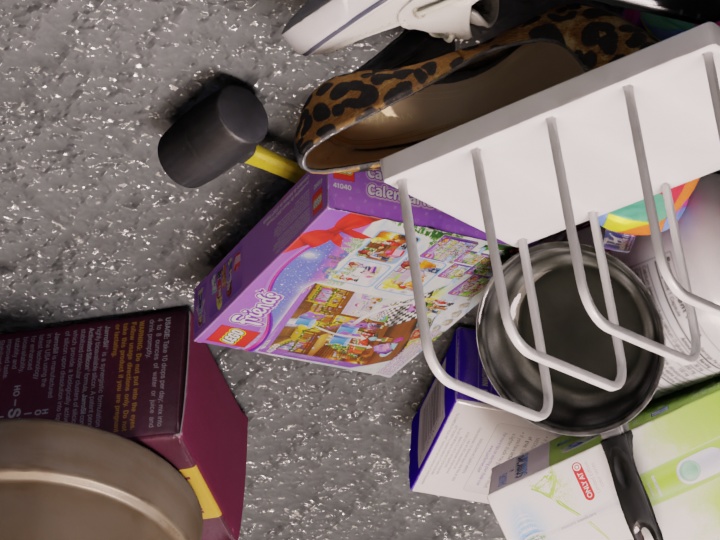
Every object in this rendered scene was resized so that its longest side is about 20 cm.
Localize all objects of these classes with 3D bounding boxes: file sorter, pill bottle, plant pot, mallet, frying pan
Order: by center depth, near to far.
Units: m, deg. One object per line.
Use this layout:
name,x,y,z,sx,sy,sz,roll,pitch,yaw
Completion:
file sorter,0.137,-0.018,1.542,0.199,0.125,0.139,-22,155,28
frying pan,0.147,0.065,1.705,0.190,0.031,0.115,47,117,4
mallet,-0.018,-0.056,1.746,0.199,0.041,0.066,17,144,-25
pill bottle,0.184,0.011,1.755,0.199,0.114,0.113,-23,136,29
plant pot,-0.201,0.218,1.831,0.199,0.174,0.201,2,143,2

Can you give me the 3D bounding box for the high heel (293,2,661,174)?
high heel,0.068,-0.081,1.566,0.199,0.143,0.072,7,126,37

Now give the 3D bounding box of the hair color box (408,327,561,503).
hair color box,0.141,0.106,1.926,0.199,0.065,0.110,12,141,-10

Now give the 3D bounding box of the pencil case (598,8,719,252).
pencil case,0.166,-0.101,1.635,0.088,0.089,0.200,10,140,-10

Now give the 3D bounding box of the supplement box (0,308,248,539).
supplement box,-0.186,0.112,1.918,0.199,0.104,0.131,-8,140,13

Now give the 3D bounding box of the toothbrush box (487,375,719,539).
toothbrush box,0.194,0.149,1.772,0.199,0.086,0.146,-24,95,8

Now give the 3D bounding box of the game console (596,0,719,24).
game console,0.117,-0.231,1.444,0.199,0.177,0.116,12,170,-12

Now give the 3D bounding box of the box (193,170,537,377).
box,0.000,0.000,1.776,0.136,0.039,0.200,11,152,-23

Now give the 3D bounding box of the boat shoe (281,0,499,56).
boat shoe,0.048,-0.154,1.572,0.199,0.072,0.066,-30,105,26
